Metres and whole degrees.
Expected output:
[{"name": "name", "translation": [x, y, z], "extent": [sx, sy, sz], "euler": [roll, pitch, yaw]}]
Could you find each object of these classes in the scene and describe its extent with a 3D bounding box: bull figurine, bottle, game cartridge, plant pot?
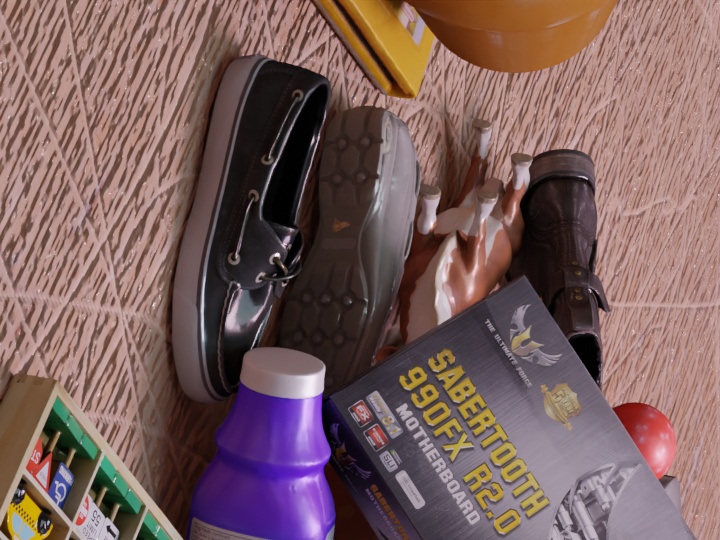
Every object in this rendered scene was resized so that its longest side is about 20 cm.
[{"name": "bull figurine", "translation": [0.065, -0.012, 1.747], "extent": [0.200, 0.065, 0.122], "euler": [-59, 163, -59]}, {"name": "bottle", "translation": [-0.057, 0.145, 1.508], "extent": [0.065, 0.083, 0.201], "euler": [-44, 144, -70]}, {"name": "game cartridge", "translation": [0.024, -0.234, 1.645], "extent": [0.176, 0.032, 0.201], "euler": [49, 55, -59]}, {"name": "plant pot", "translation": [0.088, -0.211, 1.561], "extent": [0.183, 0.199, 0.201], "euler": [79, 27, -68]}]

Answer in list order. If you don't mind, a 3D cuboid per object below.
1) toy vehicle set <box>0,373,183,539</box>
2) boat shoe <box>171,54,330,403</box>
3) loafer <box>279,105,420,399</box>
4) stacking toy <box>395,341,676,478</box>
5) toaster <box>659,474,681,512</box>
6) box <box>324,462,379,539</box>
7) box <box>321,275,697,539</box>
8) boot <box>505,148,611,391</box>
[{"name": "toy vehicle set", "translation": [-0.155, 0.157, 1.392], "extent": [0.125, 0.026, 0.200], "euler": [-69, 152, -25]}, {"name": "boat shoe", "translation": [-0.061, -0.022, 1.499], "extent": [0.069, 0.056, 0.201], "euler": [7, 92, -64]}, {"name": "loafer", "translation": [0.000, 0.000, 1.622], "extent": [0.070, 0.070, 0.201], "euler": [30, 69, -54]}, {"name": "stacking toy", "translation": [0.112, 0.099, 1.737], "extent": [0.085, 0.199, 0.086], "euler": [-30, 124, -59]}, {"name": "toaster", "translation": [0.160, 0.248, 1.984], "extent": [0.200, 0.118, 0.181], "euler": [-39, 133, -56]}, {"name": "box", "translation": [0.015, 0.213, 1.613], "extent": [0.106, 0.152, 0.200], "euler": [54, 48, -46]}, {"name": "box", "translation": [0.084, 0.126, 1.545], "extent": [0.158, 0.048, 0.200], "euler": [-30, 85, -29]}, {"name": "boot", "translation": [0.137, 0.033, 1.829], "extent": [0.200, 0.069, 0.175], "euler": [85, 1, -56]}]
